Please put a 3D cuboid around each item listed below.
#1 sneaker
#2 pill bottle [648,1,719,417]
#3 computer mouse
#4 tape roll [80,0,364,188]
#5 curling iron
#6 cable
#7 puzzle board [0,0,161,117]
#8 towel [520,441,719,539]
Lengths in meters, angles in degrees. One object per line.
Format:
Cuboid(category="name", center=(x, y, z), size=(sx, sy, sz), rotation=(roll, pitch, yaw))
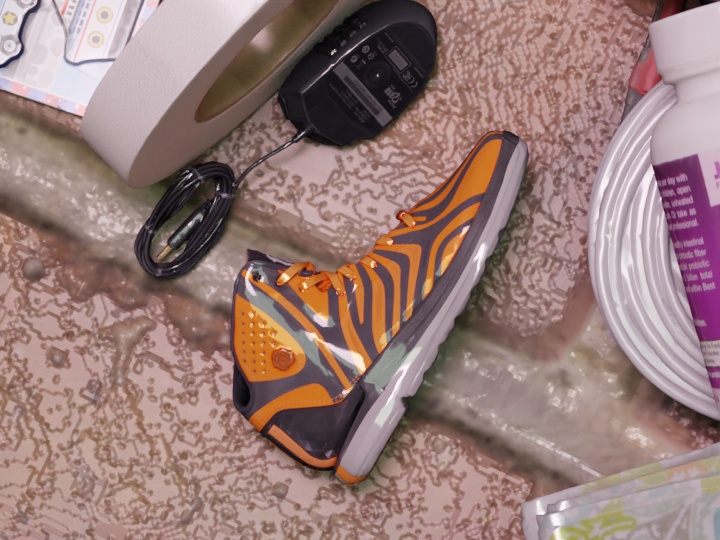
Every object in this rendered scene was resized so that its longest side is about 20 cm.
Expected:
Cuboid(category="sneaker", center=(0.000, 0.000, 1.273), size=(0.112, 0.078, 0.200), rotation=(30, 86, 3))
Cuboid(category="pill bottle", center=(0.199, -0.030, 1.175), size=(0.112, 0.112, 0.200), rotation=(-16, 91, 0))
Cuboid(category="computer mouse", center=(-0.041, -0.071, 1.304), size=(0.200, 0.059, 0.034), rotation=(-39, 41, 1))
Cuboid(category="tape roll", center=(-0.052, -0.122, 1.226), size=(0.203, 0.203, 0.037), rotation=(-44, 84, -3))
Cuboid(category="curling iron", center=(0.160, -0.093, 1.304), size=(0.050, 0.026, 0.200), rotation=(22, 85, 6))
Cuboid(category="cable", center=(0.211, -0.018, 1.266), size=(0.200, 0.069, 0.200), rotation=(-4, 90, -3))
Cuboid(category="puzzle board", center=(-0.168, -0.193, 1.329), size=(0.151, 0.017, 0.200), rotation=(19, 85, 4))
Cuboid(category="towel", center=(0.177, 0.182, 1.194), size=(0.171, 0.048, 0.200), rotation=(-14, 84, -18))
